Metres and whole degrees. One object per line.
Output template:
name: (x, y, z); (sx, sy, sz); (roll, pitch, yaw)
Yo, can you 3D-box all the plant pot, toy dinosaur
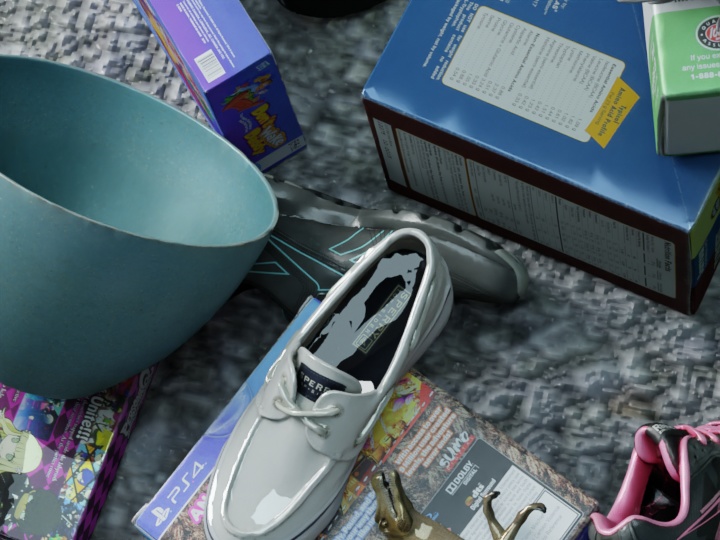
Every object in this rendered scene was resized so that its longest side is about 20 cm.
plant pot: (-0.160, -0.010, 1.318); (0.199, 0.200, 0.135); (31, 113, 17)
toy dinosaur: (0.070, 0.184, 1.215); (0.101, 0.058, 0.201); (-28, 62, 13)

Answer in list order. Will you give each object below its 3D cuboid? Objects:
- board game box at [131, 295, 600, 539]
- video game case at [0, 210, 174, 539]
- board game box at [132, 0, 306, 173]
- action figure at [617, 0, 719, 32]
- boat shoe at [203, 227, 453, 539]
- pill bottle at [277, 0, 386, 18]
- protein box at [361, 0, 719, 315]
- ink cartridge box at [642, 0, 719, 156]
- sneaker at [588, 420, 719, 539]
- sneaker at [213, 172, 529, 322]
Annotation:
board game box: (0.007, 0.143, 1.309); (0.200, 0.097, 0.160); (36, 78, 18)
video game case: (-0.212, 0.052, 1.405); (0.180, 0.036, 0.201); (16, 74, 13)
board game box: (-0.108, -0.165, 1.416); (0.045, 0.135, 0.201); (-30, 70, -4)
action figure: (0.169, -0.206, 1.197); (0.129, 0.069, 0.201); (-13, 72, -2)
boat shoe: (-0.017, 0.065, 1.253); (0.072, 0.066, 0.200); (35, 78, 18)
pill bottle: (-0.034, -0.263, 1.453); (0.111, 0.112, 0.201); (-22, 69, -1)
protein box: (0.138, -0.117, 1.364); (0.199, 0.135, 0.199); (24, 75, 15)
ink cartridge box: (0.216, -0.172, 1.255); (0.145, 0.084, 0.201); (-6, 69, 6)
sneaker: (0.182, 0.109, 1.267); (0.079, 0.096, 0.200); (-8, 28, 43)
sneaker: (0.000, 0.000, 1.385); (0.199, 0.075, 0.080); (13, 84, 20)
